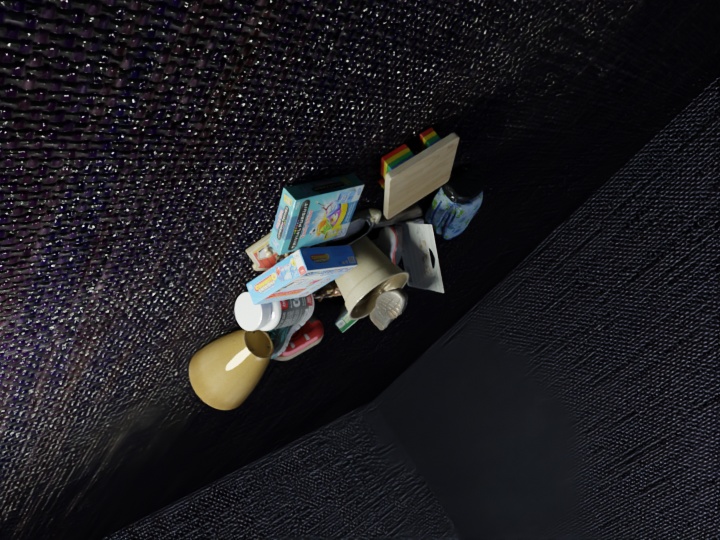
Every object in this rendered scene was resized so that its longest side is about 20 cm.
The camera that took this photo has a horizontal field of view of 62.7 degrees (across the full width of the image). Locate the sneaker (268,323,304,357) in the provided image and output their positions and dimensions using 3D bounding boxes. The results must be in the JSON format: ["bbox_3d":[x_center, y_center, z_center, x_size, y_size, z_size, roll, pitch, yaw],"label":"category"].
[{"bbox_3d":[-0.233,0.161,1.670,0.077,0.092,0.201,-2,-139,40],"label":"sneaker"}]

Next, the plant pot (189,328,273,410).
[{"bbox_3d":[-0.320,0.239,1.557,0.199,0.188,0.185,-39,163,33],"label":"plant pot"}]

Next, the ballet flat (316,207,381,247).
[{"bbox_3d":[-0.026,-0.091,1.518,0.199,0.057,0.067,-35,120,-2],"label":"ballet flat"}]

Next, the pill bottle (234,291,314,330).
[{"bbox_3d":[-0.222,0.094,1.542,0.114,0.114,0.199,-46,159,28],"label":"pill bottle"}]

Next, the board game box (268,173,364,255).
[{"bbox_3d":[-0.097,-0.126,1.311,0.198,0.047,0.152,-20,145,-41],"label":"board game box"}]

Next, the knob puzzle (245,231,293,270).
[{"bbox_3d":[-0.170,-0.053,1.419,0.218,0.031,0.220,-33,161,-13],"label":"knob puzzle"}]

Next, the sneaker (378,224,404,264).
[{"bbox_3d":[0.094,-0.041,1.686,0.081,0.077,0.202,-23,136,-36],"label":"sneaker"}]

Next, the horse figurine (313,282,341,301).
[{"bbox_3d":[-0.102,0.064,1.715,0.198,0.051,0.132,-11,-173,40],"label":"horse figurine"}]

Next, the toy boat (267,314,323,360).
[{"bbox_3d":[-0.214,0.178,1.790,0.198,0.130,0.132,-28,130,-25],"label":"toy boat"}]

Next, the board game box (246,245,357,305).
[{"bbox_3d":[-0.140,0.010,1.434,0.195,0.057,0.199,-30,168,32],"label":"board game box"}]

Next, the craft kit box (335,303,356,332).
[{"bbox_3d":[0.009,0.099,1.954,0.199,0.049,0.198,-41,-170,13],"label":"craft kit box"}]

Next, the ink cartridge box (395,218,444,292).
[{"bbox_3d":[0.180,-0.046,1.678,0.043,0.203,0.173,-21,-163,-29],"label":"ink cartridge box"}]

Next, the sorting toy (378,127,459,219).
[{"bbox_3d":[0.129,-0.244,1.438,0.199,0.070,0.199,-33,161,-12],"label":"sorting toy"}]

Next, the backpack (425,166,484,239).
[{"bbox_3d":[0.274,-0.189,1.747,0.162,0.155,0.200,-30,174,-38],"label":"backpack"}]

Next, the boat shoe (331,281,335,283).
[{"bbox_3d":[-0.018,0.046,1.837,0.062,0.075,0.201,-3,173,25],"label":"boat shoe"}]

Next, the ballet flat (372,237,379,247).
[{"bbox_3d":[0.053,-0.058,1.737,0.198,0.070,0.070,-30,161,-19],"label":"ballet flat"}]

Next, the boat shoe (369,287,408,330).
[{"bbox_3d":[0.084,0.090,1.592,0.073,0.075,0.200,-37,172,-29],"label":"boat shoe"}]

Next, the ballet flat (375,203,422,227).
[{"bbox_3d":[0.091,-0.154,1.633,0.198,0.047,0.067,-18,-172,-32],"label":"ballet flat"}]

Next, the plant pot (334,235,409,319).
[{"bbox_3d":[0.000,0.000,1.605,0.199,0.184,0.201,-32,161,-13],"label":"plant pot"}]
